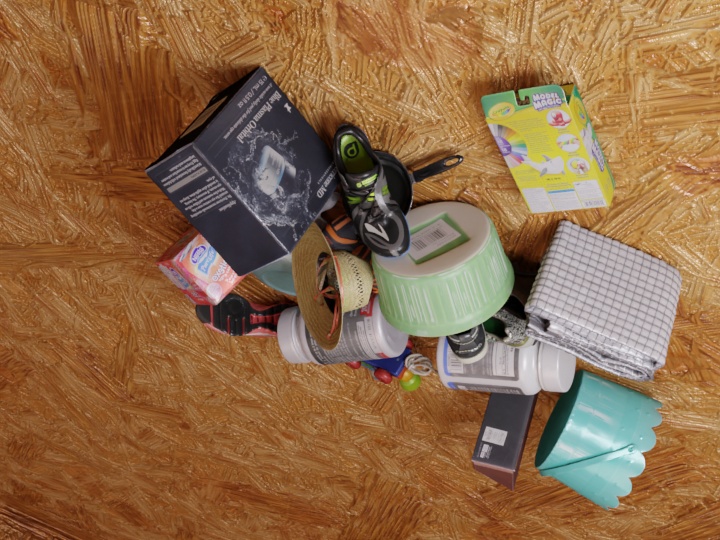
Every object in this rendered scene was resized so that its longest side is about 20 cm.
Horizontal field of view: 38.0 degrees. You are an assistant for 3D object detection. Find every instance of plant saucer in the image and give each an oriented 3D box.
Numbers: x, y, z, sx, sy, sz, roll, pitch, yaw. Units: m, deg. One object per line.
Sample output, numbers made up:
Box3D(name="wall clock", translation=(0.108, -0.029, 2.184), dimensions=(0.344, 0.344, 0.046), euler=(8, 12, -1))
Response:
Box3D(name="plant saucer", translation=(-0.104, 0.006, 1.695), dimensions=(0.200, 0.039, 0.201), euler=(12, 159, 5))

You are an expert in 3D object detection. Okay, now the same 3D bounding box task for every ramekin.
Box3D(name="ramekin", translation=(0.111, -0.009, 1.481), dimensions=(0.199, 0.200, 0.098), euler=(2, 131, 27))

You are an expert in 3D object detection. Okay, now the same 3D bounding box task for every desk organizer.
Box3D(name="desk organizer", translation=(0.242, 0.253, 1.725), dimensions=(0.072, 0.200, 0.077), euler=(11, 144, 16))

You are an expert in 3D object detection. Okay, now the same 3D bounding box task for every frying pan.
Box3D(name="frying pan", translation=(0.050, -0.136, 1.478), dimensions=(0.190, 0.031, 0.115), euler=(-44, 76, 24))

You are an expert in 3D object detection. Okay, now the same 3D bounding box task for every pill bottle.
Box3D(name="pill bottle", translation=(-0.031, 0.096, 1.737), dimensions=(0.199, 0.114, 0.114), euler=(-9, 133, 27))
Box3D(name="pill bottle", translation=(0.232, 0.138, 1.660), dimensions=(0.199, 0.114, 0.114), euler=(2, 138, 27))

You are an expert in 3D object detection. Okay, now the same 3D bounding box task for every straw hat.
Box3D(name="straw hat", translation=(-0.027, 0.015, 1.503), dimensions=(0.085, 0.201, 0.201), euler=(-10, 149, -21))

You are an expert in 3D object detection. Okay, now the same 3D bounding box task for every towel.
Box3D(name="towel", translation=(0.331, 0.046, 1.450), dimensions=(0.199, 0.166, 0.086), euler=(22, 149, 3))

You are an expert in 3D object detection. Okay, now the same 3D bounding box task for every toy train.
Box3D(name="toy train", translation=(0.074, 0.171, 1.785), dimensions=(0.200, 0.085, 0.116), euler=(22, 160, 35))

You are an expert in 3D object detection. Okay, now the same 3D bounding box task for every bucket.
Box3D(name="bucket", translation=(0.376, 0.267, 1.677), dimensions=(0.134, 0.207, 0.207), euler=(26, 144, 4))

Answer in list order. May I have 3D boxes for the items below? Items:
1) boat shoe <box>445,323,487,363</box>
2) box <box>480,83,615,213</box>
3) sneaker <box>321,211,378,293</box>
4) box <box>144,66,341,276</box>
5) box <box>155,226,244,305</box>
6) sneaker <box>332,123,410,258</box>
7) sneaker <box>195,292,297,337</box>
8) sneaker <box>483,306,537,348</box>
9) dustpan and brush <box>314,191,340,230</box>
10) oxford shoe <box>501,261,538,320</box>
Box3D(name="boat shoe", translation=(0.133, 0.040, 1.541), dimensions=(0.072, 0.200, 0.068), euler=(-27, 138, 9))
Box3D(name="box", translation=(0.240, -0.162, 1.342), dimensions=(0.117, 0.048, 0.200), euler=(-3, 138, 33))
Box3D(name="sneaker", translation=(0.000, 0.000, 1.614), dimensions=(0.112, 0.078, 0.200), euler=(-28, 115, 5))
Box3D(name="box", translation=(-0.151, -0.137, 1.444), dimensions=(0.117, 0.197, 0.200), euler=(-22, 117, 42))
Box3D(name="box", translation=(-0.252, -0.012, 1.685), dimensions=(0.103, 0.095, 0.200), euler=(47, 165, -12))
Box3D(name="sneaker", translation=(0.008, -0.107, 1.434), dimensions=(0.071, 0.083, 0.200), euler=(-23, 87, 7))
Box3D(name="sneaker", translation=(-0.201, 0.090, 1.834), dimensions=(0.200, 0.074, 0.087), euler=(11, 162, -28))
Box3D(name="sneaker", translation=(0.171, 0.065, 1.590), dimensions=(0.200, 0.089, 0.077), euler=(17, 103, 33))
Box3D(name="dustpan and brush", translation=(-0.088, -0.071, 1.633), dimensions=(0.139, 0.057, 0.200), euler=(24, 156, -24))
Box3D(name="oxford shoe", translation=(0.265, 0.043, 1.541), dimensions=(0.199, 0.085, 0.073), euler=(5, 145, 4))
